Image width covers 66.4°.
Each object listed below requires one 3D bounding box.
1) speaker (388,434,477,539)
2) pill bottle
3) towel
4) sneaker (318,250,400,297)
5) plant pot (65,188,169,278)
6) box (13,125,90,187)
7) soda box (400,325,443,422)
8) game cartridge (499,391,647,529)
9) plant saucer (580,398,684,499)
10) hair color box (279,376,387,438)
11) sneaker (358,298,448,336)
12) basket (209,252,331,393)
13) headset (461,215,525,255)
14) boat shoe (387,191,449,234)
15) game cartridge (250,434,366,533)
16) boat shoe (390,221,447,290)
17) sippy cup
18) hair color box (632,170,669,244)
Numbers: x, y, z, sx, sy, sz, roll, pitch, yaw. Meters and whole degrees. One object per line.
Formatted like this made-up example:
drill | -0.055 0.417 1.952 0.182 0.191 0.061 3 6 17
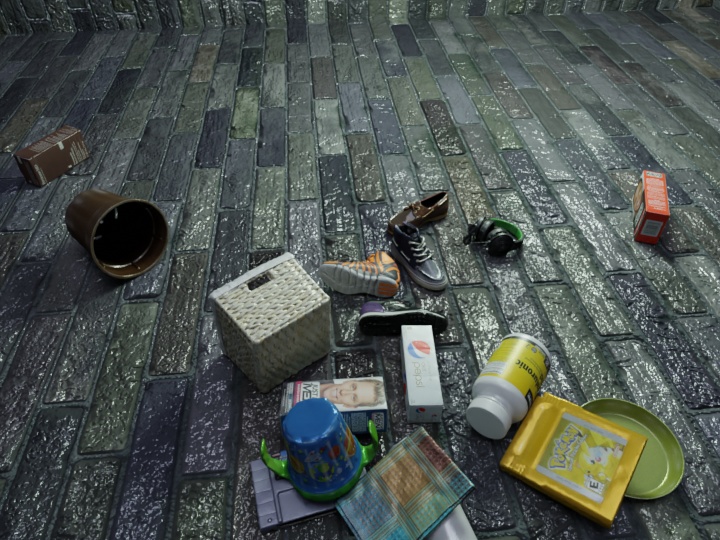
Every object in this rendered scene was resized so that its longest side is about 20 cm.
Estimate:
speaker | 0.118 0.382 0.925 0.081 0.082 0.201 -14 45 -15
pill bottle | 0.285 0.225 1.070 0.111 0.112 0.200 25 49 25
towel | 0.068 0.367 0.893 0.200 0.022 0.147 -40 48 -9
sneaker | 0.000 0.000 1.347 0.198 0.078 0.112 14 40 -1
plant pot | -0.623 -0.109 1.382 0.197 0.201 0.200 25 48 35
box | -0.949 -0.356 1.700 0.074 0.101 0.200 19 47 20
soda box | 0.122 0.207 1.124 0.068 0.064 0.201 -1 44 -1
game cartridge | 0.378 0.326 0.980 0.199 0.033 0.177 22 58 32
plant saucer | 0.485 0.330 1.016 0.198 0.031 0.201 0 44 0
hair color box | -0.051 0.260 1.053 0.198 0.061 0.100 -3 27 -3
sneaker | 0.098 0.094 1.241 0.198 0.076 0.088 4 37 4
basket | -0.178 0.112 1.135 0.198 0.201 0.161 -30 56 -28
headset | 0.344 -0.102 1.430 0.199 0.094 0.124 -16 44 -32
boat shoe | 0.159 -0.163 1.514 0.199 0.071 0.070 -27 50 -24
game cartridge | -0.089 0.371 0.974 0.198 0.039 0.130 -12 49 -12
boat shoe | 0.143 -0.040 1.365 0.074 0.093 0.200 -27 49 -26
sippy cup | -0.070 0.290 0.924 0.177 0.131 0.139 -33 39 -25
hair color box | 0.789 -0.174 1.500 0.061 0.102 0.201 13 44 14
